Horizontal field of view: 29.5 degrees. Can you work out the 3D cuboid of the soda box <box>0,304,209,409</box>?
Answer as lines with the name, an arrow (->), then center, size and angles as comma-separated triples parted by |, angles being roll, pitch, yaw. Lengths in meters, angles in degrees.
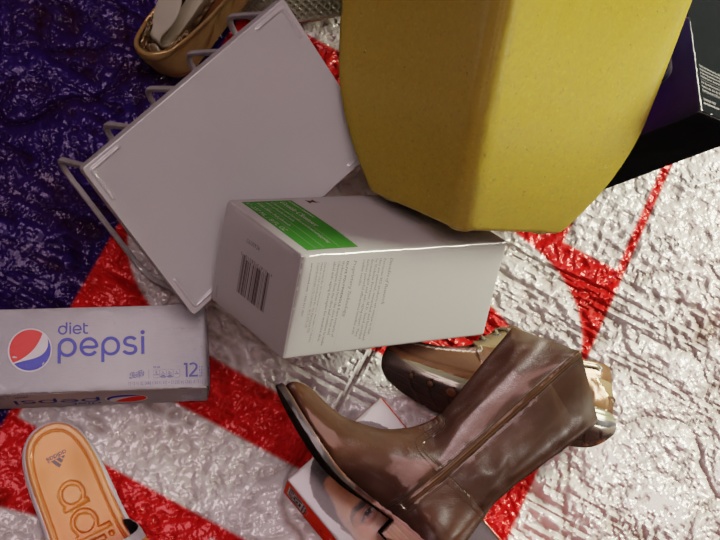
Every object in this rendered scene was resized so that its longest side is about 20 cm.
soda box -> -0.217, 0.067, 1.062 | 0.197, 0.064, 0.069 | -2, 75, -7

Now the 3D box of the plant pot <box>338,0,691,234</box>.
plant pot -> 0.099, -0.138, 1.031 | 0.194, 0.193, 0.203 | -1, 108, -38

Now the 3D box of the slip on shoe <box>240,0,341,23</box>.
slip on shoe -> -0.043, -0.256, 1.186 | 0.197, 0.075, 0.061 | -1, 30, 2

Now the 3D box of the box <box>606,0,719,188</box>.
box -> 0.204, -0.152, 1.105 | 0.078, 0.199, 0.143 | 14, 65, -40

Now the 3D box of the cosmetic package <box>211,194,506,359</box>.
cosmetic package -> 0.000, 0.000, 1.035 | 0.198, 0.086, 0.107 | -6, 28, -39

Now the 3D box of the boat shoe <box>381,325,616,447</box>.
boat shoe -> 0.112, 0.084, 1.097 | 0.197, 0.076, 0.073 | 17, 68, -11

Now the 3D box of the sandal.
sandal -> -0.201, 0.207, 1.025 | 0.079, 0.059, 0.208 | -28, 79, -14

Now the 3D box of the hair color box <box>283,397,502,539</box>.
hair color box -> 0.041, 0.210, 1.052 | 0.101, 0.061, 0.200 | -39, 81, -15

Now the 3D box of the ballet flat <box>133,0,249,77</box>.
ballet flat -> -0.116, -0.244, 1.121 | 0.069, 0.063, 0.201 | 43, 106, 26

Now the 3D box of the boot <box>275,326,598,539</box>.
boot -> 0.062, 0.096, 1.015 | 0.200, 0.064, 0.187 | -42, 96, -9

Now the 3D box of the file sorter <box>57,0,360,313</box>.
file sorter -> -0.118, -0.092, 1.073 | 0.200, 0.124, 0.139 | -43, 114, -16
